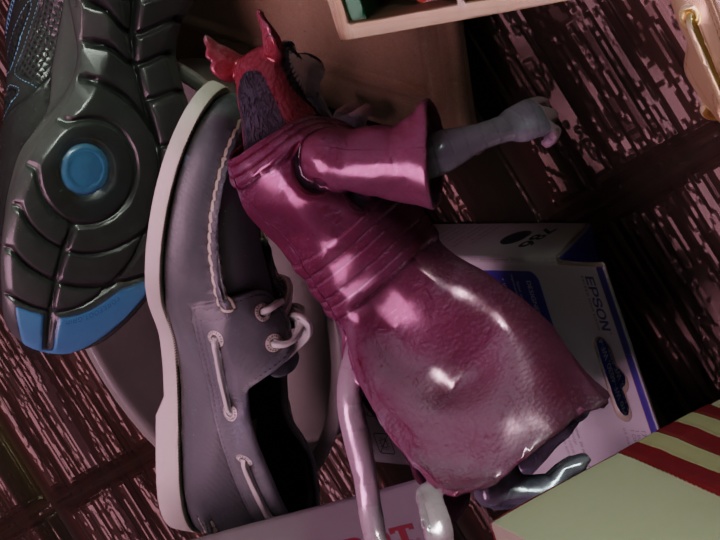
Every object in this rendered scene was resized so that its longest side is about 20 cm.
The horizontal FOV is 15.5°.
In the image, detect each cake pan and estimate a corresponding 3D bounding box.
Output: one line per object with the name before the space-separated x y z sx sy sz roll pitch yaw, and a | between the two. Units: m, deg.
cake pan | -0.062 -0.002 1.112 0.200 0.037 0.201 29 131 39

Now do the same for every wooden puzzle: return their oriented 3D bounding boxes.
wooden puzzle | -0.029 -0.151 1.024 0.185 0.037 0.201 21 136 40

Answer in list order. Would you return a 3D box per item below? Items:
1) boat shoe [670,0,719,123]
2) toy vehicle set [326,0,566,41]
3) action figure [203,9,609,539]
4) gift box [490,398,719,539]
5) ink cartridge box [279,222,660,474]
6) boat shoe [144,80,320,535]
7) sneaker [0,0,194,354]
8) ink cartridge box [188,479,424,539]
boat shoe | 0.138 -0.075 0.847 0.069 0.074 0.201 -12 97 56
toy vehicle set | 0.022 -0.183 0.893 0.124 0.027 0.201 -9 112 26
action figure | 0.000 0.000 0.948 0.200 0.149 0.134 51 156 -5
gift box | 0.179 0.127 0.860 0.187 0.199 0.185 24 139 60
ink cartridge box | 0.054 0.032 1.056 0.200 0.039 0.100 3 117 52
boat shoe | -0.042 0.021 1.025 0.062 0.073 0.201 14 123 19
sneaker | -0.107 -0.066 1.043 0.082 0.073 0.201 1 78 61
ink cartridge box | -0.012 0.197 1.007 0.084 0.144 0.201 102 152 -58
